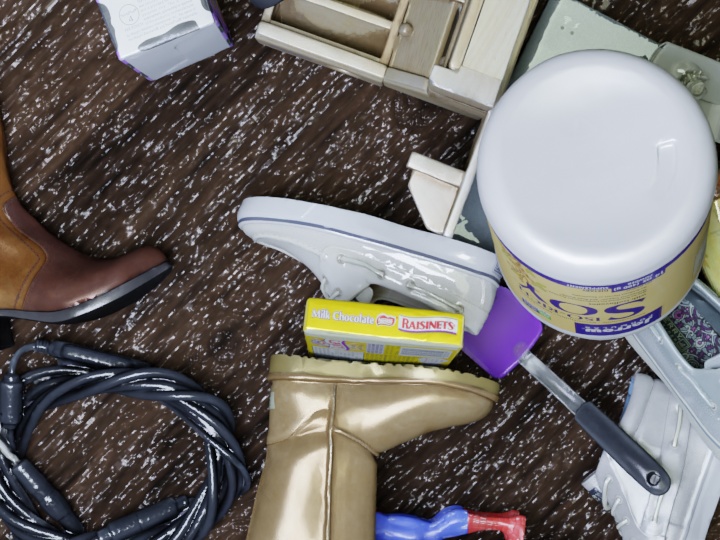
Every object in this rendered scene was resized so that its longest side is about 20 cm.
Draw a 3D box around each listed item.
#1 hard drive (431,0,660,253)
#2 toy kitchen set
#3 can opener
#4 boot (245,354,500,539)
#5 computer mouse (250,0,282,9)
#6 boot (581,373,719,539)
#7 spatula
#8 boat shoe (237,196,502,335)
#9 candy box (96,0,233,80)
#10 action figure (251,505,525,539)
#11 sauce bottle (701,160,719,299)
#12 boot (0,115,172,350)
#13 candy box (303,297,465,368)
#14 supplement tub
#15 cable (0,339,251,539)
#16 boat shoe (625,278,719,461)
[{"bbox_3d":[0.155,-0.081,1.108,0.138,0.033,0.202,27,94,-1],"label":"hard drive"},{"bbox_3d":[0.006,-0.129,1.022,0.178,0.200,0.165,19,93,0],"label":"toy kitchen set"},{"bbox_3d":[0.265,-0.113,1.070,0.198,0.066,0.053,14,96,-27],"label":"can opener"},{"bbox_3d":[0.005,0.166,1.058,0.173,0.066,0.203,4,82,5],"label":"boot"},{"bbox_3d":[-0.038,-0.282,1.035,0.140,0.046,0.202,-37,54,40],"label":"computer mouse"},{"bbox_3d":[0.204,0.178,1.112,0.094,0.074,0.202,20,85,5],"label":"boot"},{"bbox_3d":[0.146,0.088,1.091,0.200,0.021,0.057,43,95,17],"label":"spatula"},{"bbox_3d":[0.000,0.000,1.081,0.197,0.071,0.071,15,83,10],"label":"boat shoe"},{"bbox_3d":[-0.158,-0.241,1.033,0.071,0.168,0.202,-21,93,0],"label":"candy box"},{"bbox_3d":[0.016,0.214,1.111,0.197,0.065,0.100,7,85,0],"label":"action figure"},{"bbox_3d":[0.287,0.019,1.096,0.065,0.066,0.202,-23,94,2],"label":"sauce bottle"},{"bbox_3d":[-0.249,-0.053,1.112,0.186,0.068,0.203,-17,86,9],"label":"boot"},{"bbox_3d":[0.014,0.047,1.035,0.101,0.200,0.027,8,82,0],"label":"candy box"},{"bbox_3d":[0.153,-0.039,0.979,0.143,0.200,0.147,-3,73,9],"label":"supplement tub"},{"bbox_3d":[-0.179,0.144,1.117,0.197,0.051,0.165,15,94,-1],"label":"cable"},{"bbox_3d":[0.252,0.071,1.060,0.070,0.072,0.201,-35,66,-13],"label":"boat shoe"}]
